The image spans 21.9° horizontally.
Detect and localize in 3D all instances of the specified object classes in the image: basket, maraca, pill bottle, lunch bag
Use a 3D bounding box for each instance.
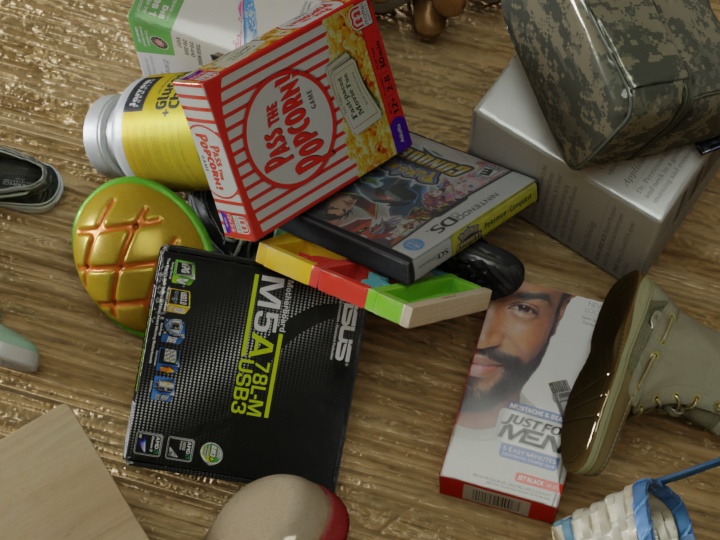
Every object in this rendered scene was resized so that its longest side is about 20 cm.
[{"bbox_3d":[0.275,0.253,1.587,0.200,0.139,0.176,-17,67,27],"label":"basket"},{"bbox_3d":[-0.187,0.006,1.718,0.137,0.107,0.200,-39,86,25],"label":"maraca"},{"bbox_3d":[-0.159,-0.129,1.730,0.200,0.112,0.112,-1,65,36],"label":"pill bottle"},{"bbox_3d":[0.238,-0.195,1.594,0.168,0.139,0.200,-14,71,-24],"label":"lunch bag"}]

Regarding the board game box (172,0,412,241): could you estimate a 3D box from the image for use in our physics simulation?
[{"bbox_3d":[-0.056,-0.138,1.643,0.200,0.152,0.046,-34,28,-32],"label":"board game box"}]

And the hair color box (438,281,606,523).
[{"bbox_3d":[0.149,0.116,1.693,0.111,0.064,0.200,14,69,7],"label":"hair color box"}]

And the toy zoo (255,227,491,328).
[{"bbox_3d":[0.000,0.000,1.648,0.200,0.131,0.020,23,108,30],"label":"toy zoo"}]

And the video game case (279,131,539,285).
[{"bbox_3d":[0.030,-0.067,1.691,0.200,0.026,0.181,24,43,37],"label":"video game case"}]

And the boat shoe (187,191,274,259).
[{"bbox_3d":[-0.093,-0.022,1.746,0.074,0.068,0.199,-33,72,-11],"label":"boat shoe"}]

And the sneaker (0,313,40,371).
[{"bbox_3d":[-0.361,0.007,1.734,0.200,0.074,0.118,30,79,14],"label":"sneaker"}]

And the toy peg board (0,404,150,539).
[{"bbox_3d":[-0.291,0.260,1.643,0.200,0.098,0.199,-30,56,-11],"label":"toy peg board"}]

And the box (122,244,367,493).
[{"bbox_3d":[-0.101,0.090,1.662,0.193,0.048,0.200,11,88,-9],"label":"box"}]

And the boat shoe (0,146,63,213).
[{"bbox_3d":[-0.385,-0.100,1.779,0.200,0.071,0.072,3,69,3],"label":"boat shoe"}]

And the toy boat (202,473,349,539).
[{"bbox_3d":[-0.073,0.279,1.613,0.131,0.131,0.200,32,92,-30],"label":"toy boat"}]

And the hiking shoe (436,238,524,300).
[{"bbox_3d":[0.081,-0.042,1.722,0.200,0.076,0.101,24,63,36],"label":"hiking shoe"}]

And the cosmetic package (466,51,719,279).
[{"bbox_3d":[0.225,-0.124,1.727,0.200,0.165,0.165,34,72,13],"label":"cosmetic package"}]

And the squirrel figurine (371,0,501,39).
[{"bbox_3d":[0.069,-0.332,1.828,0.187,0.142,0.200,-12,72,-11],"label":"squirrel figurine"}]

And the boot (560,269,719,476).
[{"bbox_3d":[0.269,0.118,1.656,0.155,0.072,0.200,31,62,-17],"label":"boot"}]

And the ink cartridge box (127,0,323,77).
[{"bbox_3d":[-0.109,-0.212,1.777,0.200,0.145,0.084,20,71,8],"label":"ink cartridge box"}]
